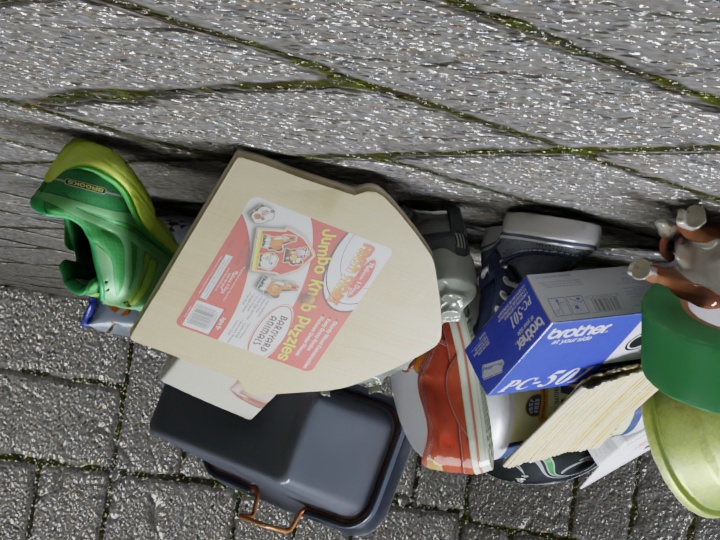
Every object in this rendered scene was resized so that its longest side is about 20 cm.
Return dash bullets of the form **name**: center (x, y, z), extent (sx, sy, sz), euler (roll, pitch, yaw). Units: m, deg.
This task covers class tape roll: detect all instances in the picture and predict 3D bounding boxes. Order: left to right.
- **tape roll**: center (0.288, 0.043, 1.205), extent (0.200, 0.048, 0.200), euler (-2, -162, 1)

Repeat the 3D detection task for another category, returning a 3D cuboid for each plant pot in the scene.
- **plant pot**: center (0.354, 0.094, 1.451), extent (0.184, 0.201, 0.200), euler (-9, 164, 39)

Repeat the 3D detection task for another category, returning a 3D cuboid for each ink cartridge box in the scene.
- **ink cartridge box**: center (0.182, 0.040, 1.312), extent (0.200, 0.044, 0.094), euler (-5, 147, -34)
- **ink cartridge box**: center (0.295, 0.122, 1.705), extent (0.200, 0.045, 0.176), euler (-28, 166, -16)

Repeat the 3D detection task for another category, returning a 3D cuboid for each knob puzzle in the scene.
- **knob puzzle**: center (-0.034, 0.010, 1.267), extent (0.220, 0.220, 0.030), euler (10, -143, -12)

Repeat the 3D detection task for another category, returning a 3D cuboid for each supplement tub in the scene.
- **supplement tub**: center (0.138, 0.081, 1.526), extent (0.200, 0.145, 0.145), euler (-9, -179, -18)

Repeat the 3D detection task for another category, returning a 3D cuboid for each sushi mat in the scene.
- **sushi mat**: center (0.180, 0.110, 1.400), extent (0.096, 0.012, 0.200), euler (-11, 160, -18)

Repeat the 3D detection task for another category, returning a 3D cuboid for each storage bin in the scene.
- **storage bin**: center (-0.081, 0.144, 1.559), extent (0.200, 0.146, 0.134), euler (17, 173, 35)

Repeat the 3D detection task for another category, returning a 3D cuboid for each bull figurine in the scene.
- **bull figurine**: center (0.268, 0.001, 1.130), extent (0.200, 0.065, 0.121), euler (4, 171, 37)

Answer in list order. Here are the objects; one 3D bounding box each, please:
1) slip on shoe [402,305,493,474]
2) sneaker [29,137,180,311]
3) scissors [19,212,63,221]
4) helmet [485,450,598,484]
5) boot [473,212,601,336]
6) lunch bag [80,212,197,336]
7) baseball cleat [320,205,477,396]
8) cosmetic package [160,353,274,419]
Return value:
- **slip on shoe**: center (0.060, 0.061, 1.407), extent (0.061, 0.200, 0.074), euler (-9, 179, 9)
- **sneaker**: center (-0.170, -0.004, 1.290), extent (0.074, 0.084, 0.200), euler (24, 153, 51)
- **scissors**: center (-0.240, -0.045, 1.801), extent (0.200, 0.014, 0.073), euler (10, 177, -7)
- **helmet**: center (0.159, 0.103, 1.762), extent (0.200, 0.200, 0.191), euler (5, 152, 39)
- **boot**: center (0.126, 0.011, 1.327), extent (0.073, 0.090, 0.200), euler (9, 175, -3)
- **lunch bag**: center (-0.146, 0.009, 1.648), extent (0.170, 0.124, 0.200), euler (8, -174, 5)
- **baseball cleat**: center (0.025, 0.017, 1.368), extent (0.070, 0.107, 0.200), euler (17, 146, -30)
- **cosmetic package**: center (-0.075, 0.029, 1.405), extent (0.087, 0.103, 0.200), euler (26, 152, -11)
